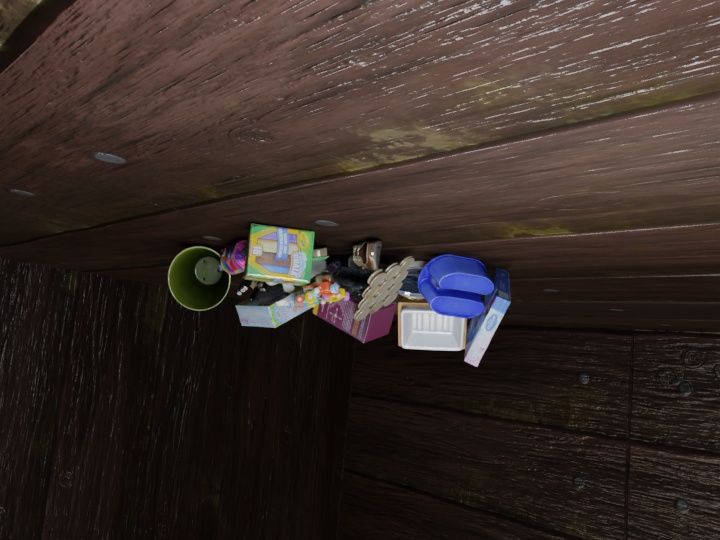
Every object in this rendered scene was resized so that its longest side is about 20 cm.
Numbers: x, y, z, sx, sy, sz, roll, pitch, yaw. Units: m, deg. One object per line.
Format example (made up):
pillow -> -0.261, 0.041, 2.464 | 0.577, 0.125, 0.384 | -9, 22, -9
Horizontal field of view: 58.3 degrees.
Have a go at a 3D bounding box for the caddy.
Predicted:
caddy -> 0.244, 0.036, 1.660 | 0.196, 0.144, 0.106 | 9, -151, -21

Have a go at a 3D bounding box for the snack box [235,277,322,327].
snack box -> -0.217, 0.086, 1.777 | 0.198, 0.069, 0.167 | -27, -164, -39

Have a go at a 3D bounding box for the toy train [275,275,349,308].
toy train -> -0.112, 0.048, 1.594 | 0.197, 0.057, 0.149 | -14, 164, 36

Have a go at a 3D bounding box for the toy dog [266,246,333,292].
toy dog -> -0.168, -0.007, 1.702 | 0.196, 0.135, 0.096 | 12, 174, -31

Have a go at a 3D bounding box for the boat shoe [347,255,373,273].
boat shoe -> 0.000, 0.000, 1.840 | 0.067, 0.074, 0.200 | 6, 173, 8

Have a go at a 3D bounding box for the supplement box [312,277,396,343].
supplement box -> -0.017, 0.106, 1.835 | 0.198, 0.105, 0.130 | 27, -159, 32

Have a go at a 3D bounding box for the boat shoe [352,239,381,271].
boat shoe -> 0.013, -0.034, 1.586 | 0.070, 0.078, 0.200 | 8, 170, 0

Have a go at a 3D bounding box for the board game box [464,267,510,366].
board game box -> 0.336, 0.120, 1.710 | 0.043, 0.202, 0.200 | 22, -157, 3

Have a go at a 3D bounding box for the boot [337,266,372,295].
boot -> 0.026, 0.029, 1.683 | 0.160, 0.067, 0.200 | -2, 168, 2

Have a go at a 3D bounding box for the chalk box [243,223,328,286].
chalk box -> -0.176, -0.031, 1.556 | 0.195, 0.127, 0.124 | 8, 173, -12

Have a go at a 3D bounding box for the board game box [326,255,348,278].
board game box -> -0.080, 0.025, 1.936 | 0.134, 0.035, 0.200 | -37, 163, 7

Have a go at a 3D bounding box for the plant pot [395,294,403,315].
plant pot -> 0.166, 0.080, 1.990 | 0.196, 0.191, 0.187 | 18, 173, 5

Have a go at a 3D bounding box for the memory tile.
memory tile -> 0.057, 0.046, 1.634 | 0.152, 0.017, 0.202 | -27, 155, -33

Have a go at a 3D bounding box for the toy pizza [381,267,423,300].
toy pizza -> 0.134, 0.042, 1.865 | 0.195, 0.032, 0.201 | 10, -160, -4

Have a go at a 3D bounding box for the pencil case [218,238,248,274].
pencil case -> -0.338, -0.037, 1.798 | 0.087, 0.091, 0.199 | 9, 171, -25

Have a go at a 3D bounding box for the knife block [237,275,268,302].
knife block -> -0.287, 0.017, 1.806 | 0.064, 0.176, 0.199 | 48, 159, -13

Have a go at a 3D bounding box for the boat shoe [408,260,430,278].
boat shoe -> 0.190, 0.025, 1.790 | 0.074, 0.095, 0.198 | 12, 170, -40

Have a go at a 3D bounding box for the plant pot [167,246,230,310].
plant pot -> -0.483, 0.010, 1.999 | 0.182, 0.192, 0.200 | 7, -173, -6

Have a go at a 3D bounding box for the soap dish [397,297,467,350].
soap dish -> 0.206, 0.148, 1.851 | 0.195, 0.160, 0.082 | 2, -146, 8
